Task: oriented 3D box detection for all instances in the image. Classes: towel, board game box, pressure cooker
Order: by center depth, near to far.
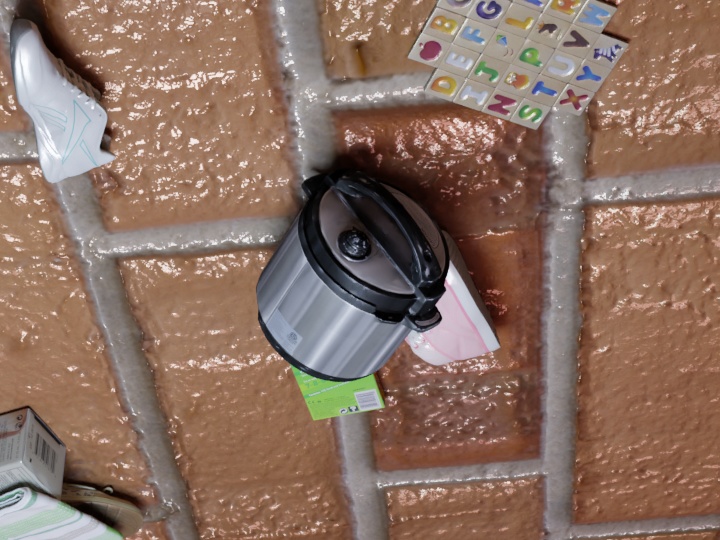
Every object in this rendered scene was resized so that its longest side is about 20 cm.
[{"bbox_3d":[-0.001,0.001,1.487,0.175,0.180,0.200,21,134,-15],"label":"pressure cooker"},{"bbox_3d":[-0.037,0.108,1.710,0.095,0.030,0.201,-11,139,8],"label":"board game box"},{"bbox_3d":[-0.423,0.341,1.824,0.148,0.031,0.200,-21,145,21],"label":"towel"}]

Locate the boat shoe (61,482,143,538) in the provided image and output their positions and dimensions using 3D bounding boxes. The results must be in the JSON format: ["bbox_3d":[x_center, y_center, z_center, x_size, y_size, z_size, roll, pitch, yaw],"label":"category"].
[{"bbox_3d":[-0.389,0.314,1.895,0.198,0.063,0.074,15,119,-22],"label":"boat shoe"}]

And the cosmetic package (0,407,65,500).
[{"bbox_3d":[-0.491,0.260,1.805,0.198,0.088,0.104,-16,137,12],"label":"cosmetic package"}]

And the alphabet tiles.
[{"bbox_3d":[0.156,-0.218,1.390,0.198,0.006,0.167,16,134,-18],"label":"alphabet tiles"}]

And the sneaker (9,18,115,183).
[{"bbox_3d":[-0.294,-0.172,1.383,0.079,0.071,0.201,-12,143,-3],"label":"sneaker"}]

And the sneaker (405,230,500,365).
[{"bbox_3d":[0.086,0.042,1.610,0.104,0.076,0.201,-19,138,10],"label":"sneaker"}]
